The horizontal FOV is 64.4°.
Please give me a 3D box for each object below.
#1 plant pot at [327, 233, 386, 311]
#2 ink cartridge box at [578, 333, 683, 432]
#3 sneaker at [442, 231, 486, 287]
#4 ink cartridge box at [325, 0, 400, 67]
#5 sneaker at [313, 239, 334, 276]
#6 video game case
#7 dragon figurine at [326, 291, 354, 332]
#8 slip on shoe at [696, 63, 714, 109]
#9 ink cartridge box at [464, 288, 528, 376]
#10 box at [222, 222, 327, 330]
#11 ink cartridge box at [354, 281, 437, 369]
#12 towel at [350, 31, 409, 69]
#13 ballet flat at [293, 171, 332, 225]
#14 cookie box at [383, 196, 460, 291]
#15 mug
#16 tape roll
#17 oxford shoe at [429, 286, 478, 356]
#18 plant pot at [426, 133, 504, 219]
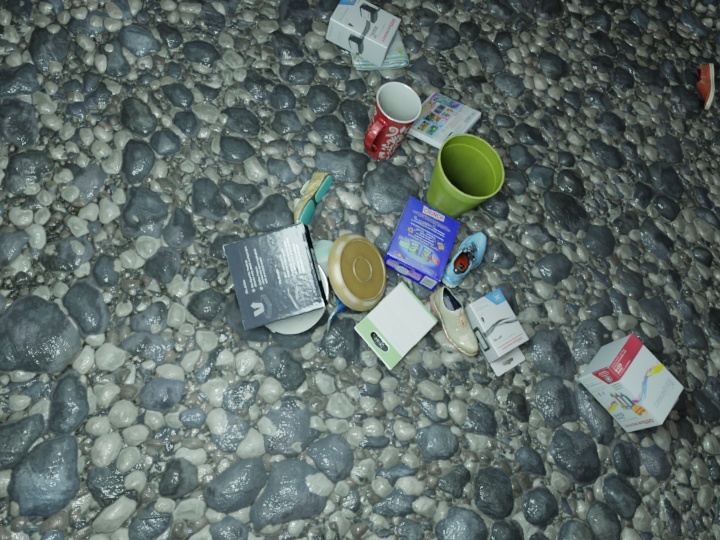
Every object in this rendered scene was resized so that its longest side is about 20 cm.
[{"bbox_3d":[0.000,0.000,1.467,0.196,0.027,0.206,14,69,-38],"label":"plant pot"},{"bbox_3d":[0.739,0.311,1.565,0.200,0.146,0.144,46,64,7],"label":"ink cartridge box"},{"bbox_3d":[0.308,-0.037,1.617,0.078,0.090,0.201,38,62,3],"label":"sneaker"},{"bbox_3d":[0.010,-0.753,1.783,0.196,0.084,0.148,26,61,-3],"label":"ink cartridge box"},{"bbox_3d":[-0.147,-0.022,1.503,0.194,0.075,0.119,-9,32,2],"label":"sneaker"},{"bbox_3d":[0.253,-0.467,1.786,0.180,0.024,0.201,31,62,22],"label":"video game case"},{"bbox_3d":[-0.026,0.069,1.492,0.097,0.059,0.205,17,63,-8],"label":"dragon figurine"},{"bbox_3d":[1.339,-0.712,2.221,0.059,0.074,0.206,1,69,23],"label":"slip on shoe"},{"bbox_3d":[0.377,0.169,1.563,0.114,0.068,0.203,-23,76,-23],"label":"ink cartridge box"},{"bbox_3d":[-0.195,0.013,1.343,0.194,0.117,0.203,-15,90,1],"label":"box"},{"bbox_3d":[0.090,0.147,1.500,0.199,0.048,0.146,-40,83,-26],"label":"ink cartridge box"},{"bbox_3d":[0.049,-0.736,1.859,0.194,0.048,0.176,-9,71,-20],"label":"towel"},{"bbox_3d":[-0.146,-0.195,1.572,0.070,0.071,0.203,29,64,-2],"label":"ballet flat"},{"bbox_3d":[0.171,-0.077,1.602,0.168,0.075,0.204,26,63,-4],"label":"cookie box"},{"bbox_3d":[0.064,-0.417,1.644,0.173,0.201,0.136,-18,73,-21],"label":"mug"},{"bbox_3d":[-0.174,0.055,1.420,0.196,0.037,0.210,0,90,2],"label":"tape roll"},{"bbox_3d":[0.258,0.137,1.538,0.070,0.074,0.202,-29,78,-25],"label":"oxford shoe"},{"bbox_3d":[0.280,-0.247,1.639,0.194,0.194,0.206,6,65,-13],"label":"plant pot"}]
